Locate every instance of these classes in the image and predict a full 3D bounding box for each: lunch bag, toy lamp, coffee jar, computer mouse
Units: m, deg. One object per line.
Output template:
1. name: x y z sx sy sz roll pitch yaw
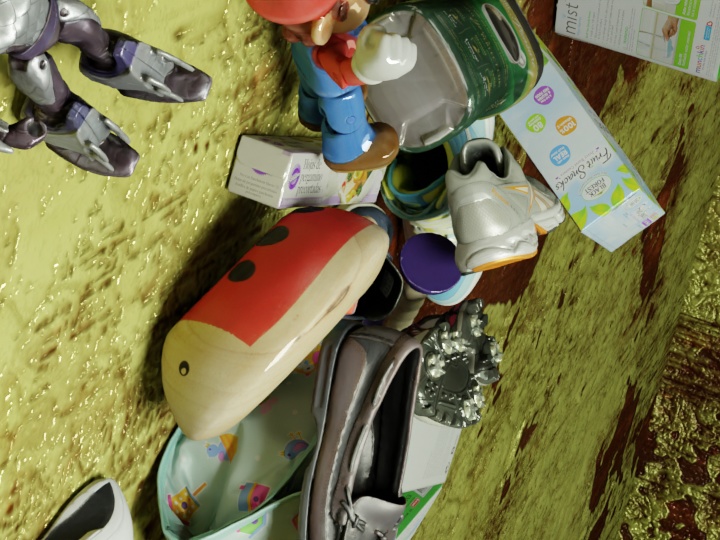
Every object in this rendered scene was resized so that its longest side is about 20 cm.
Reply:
1. lunch bag: -0.058 0.154 1.288 0.200 0.121 0.171 -60 154 -29
2. toy lamp: 0.035 0.035 1.491 0.058 0.058 0.200 -61 -179 -28
3. coffee jar: 0.069 -0.157 1.380 0.105 0.085 0.200 62 26 -1
4. computer mouse: -0.182 0.197 1.087 0.200 0.044 0.110 -50 153 -48

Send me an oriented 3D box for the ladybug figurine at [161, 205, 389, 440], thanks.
1. ladybug figurine: -0.059 0.024 1.187 0.200 0.072 0.136 -47 -176 -33

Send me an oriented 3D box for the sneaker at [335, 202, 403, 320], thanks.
1. sneaker: 0.000 0.000 1.367 0.200 0.084 0.075 -29 136 -65

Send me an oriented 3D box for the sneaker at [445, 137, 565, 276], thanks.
1. sneaker: 0.109 -0.064 1.430 0.200 0.075 0.092 -51 125 -73

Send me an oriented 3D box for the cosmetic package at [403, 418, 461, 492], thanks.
1. cosmetic package: 0.011 0.132 1.515 0.200 0.101 0.072 8 100 -73

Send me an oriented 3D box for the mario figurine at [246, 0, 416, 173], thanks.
1. mario figurine: -0.003 -0.151 1.143 0.106 0.123 0.200 -58 158 -25

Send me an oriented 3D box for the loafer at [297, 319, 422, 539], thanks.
1. loafer: 0.003 0.134 1.186 0.072 0.063 0.201 0 94 -57

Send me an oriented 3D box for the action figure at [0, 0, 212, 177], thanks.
1. action figure: -0.144 -0.108 0.845 0.131 0.069 0.200 -60 158 -5

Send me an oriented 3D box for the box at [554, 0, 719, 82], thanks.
1. box: 0.288 -0.305 1.773 0.097 0.176 0.201 -56 157 -38

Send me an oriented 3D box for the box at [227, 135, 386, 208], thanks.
1. box: -0.032 -0.069 1.271 0.200 0.041 0.039 -8 116 -70

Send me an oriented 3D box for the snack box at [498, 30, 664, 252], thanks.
1. snack box: 0.171 -0.120 1.578 0.068 0.200 0.169 -35 167 10

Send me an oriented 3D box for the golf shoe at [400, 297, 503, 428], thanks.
1. golf shoe: 0.047 0.078 1.359 0.200 0.088 0.078 -31 105 -74

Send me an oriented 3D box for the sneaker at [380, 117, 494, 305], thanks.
1. sneaker: 0.054 -0.047 1.502 0.131 0.079 0.201 -46 140 -58

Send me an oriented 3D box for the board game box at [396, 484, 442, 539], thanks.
1. board game box: -0.014 0.277 1.601 0.201 0.040 0.153 -61 169 27
